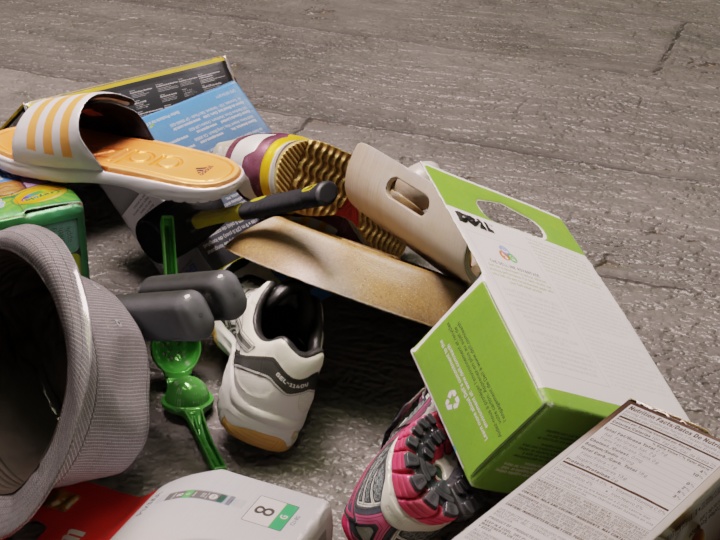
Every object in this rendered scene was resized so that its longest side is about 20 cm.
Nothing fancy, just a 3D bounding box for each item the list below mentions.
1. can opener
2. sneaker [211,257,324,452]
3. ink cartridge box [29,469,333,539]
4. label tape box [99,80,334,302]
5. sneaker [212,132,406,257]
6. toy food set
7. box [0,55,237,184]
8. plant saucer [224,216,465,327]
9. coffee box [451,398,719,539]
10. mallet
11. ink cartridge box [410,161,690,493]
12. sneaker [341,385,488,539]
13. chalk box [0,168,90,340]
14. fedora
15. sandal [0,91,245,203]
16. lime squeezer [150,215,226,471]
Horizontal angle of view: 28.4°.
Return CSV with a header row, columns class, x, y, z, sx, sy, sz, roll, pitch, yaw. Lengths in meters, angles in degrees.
class,x,y,z,sx,sy,sz,roll,pitch,yaw
can opener,-0.134,0.040,0.945,0.053,0.067,0.199,-32,15,-30
sneaker,-0.056,0.037,0.987,0.075,0.088,0.201,18,26,-21
ink cartridge box,-0.137,0.163,0.803,0.198,0.051,0.161,15,30,19
label tape box,-0.105,-0.041,1.150,0.144,0.063,0.201,-29,81,-45
sneaker,-0.031,-0.065,1.127,0.089,0.076,0.199,16,-6,37
toy food set,0.090,-0.017,1.047,0.200,0.061,0.143,34,0,-44
box,-0.225,-0.122,1.254,0.199,0.050,0.159,-20,-5,-34
plant saucer,0.000,0.000,1.031,0.198,0.036,0.200,19,1,0
coffee box,0.117,0.167,0.738,0.079,0.116,0.199,22,32,34
mallet,-0.078,-0.046,1.001,0.199,0.041,0.066,-11,21,44
ink cartridge box,0.102,0.041,0.891,0.147,0.076,0.201,17,36,-40
sneaker,0.049,0.110,0.891,0.081,0.075,0.200,53,29,5
chalk box,-0.268,-0.004,1.035,0.123,0.126,0.200,-13,32,-25
fedora,-0.190,0.069,0.881,0.090,0.178,0.200,12,25,-44
sandal,-0.175,-0.098,1.016,0.205,0.060,0.079,10,28,20
lime squeezer,-0.117,0.065,0.979,0.037,0.071,0.202,7,52,-32
